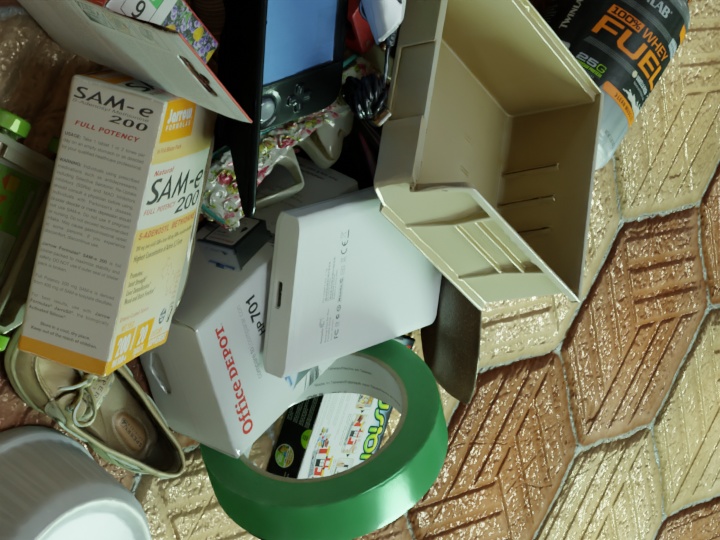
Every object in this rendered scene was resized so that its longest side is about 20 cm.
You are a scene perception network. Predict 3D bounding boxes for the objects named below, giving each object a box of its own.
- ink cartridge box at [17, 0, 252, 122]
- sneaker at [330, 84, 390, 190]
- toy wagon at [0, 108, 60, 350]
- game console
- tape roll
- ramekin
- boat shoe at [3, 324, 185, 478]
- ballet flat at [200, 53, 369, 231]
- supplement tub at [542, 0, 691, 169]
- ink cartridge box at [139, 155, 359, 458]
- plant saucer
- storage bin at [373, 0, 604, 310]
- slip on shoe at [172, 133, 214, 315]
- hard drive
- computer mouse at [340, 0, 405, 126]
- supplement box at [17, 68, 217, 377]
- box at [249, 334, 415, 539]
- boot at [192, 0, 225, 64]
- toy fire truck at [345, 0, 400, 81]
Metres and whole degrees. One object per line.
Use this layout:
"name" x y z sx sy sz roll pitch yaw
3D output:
"ink cartridge box" -0.153 -0.172 1.462 0.051 0.199 0.109 -57 143 -13
"sneaker" 0.002 -0.056 1.848 0.086 0.080 0.201 -21 121 -25
"toy wagon" -0.269 -0.036 1.524 0.200 0.039 0.156 28 85 -54
"game console" -0.044 -0.167 1.577 0.175 0.116 0.201 -23 133 -37
"tape roll" -0.030 0.133 1.784 0.200 0.200 0.048 -43 138 -29
"ramekin" -0.244 0.226 1.651 0.202 0.094 0.204 -27 128 -41
"boat shoe" -0.197 0.096 1.667 0.074 0.062 0.200 -58 143 -11
"ballet flat" -0.057 -0.096 1.732 0.200 0.064 0.076 -37 179 -26
"supplement tub" 0.218 -0.202 1.989 0.201 0.122 0.123 -58 143 -13
"ink cartridge box" -0.080 0.027 1.761 0.200 0.086 0.147 -46 139 -31
"plant saucer" 0.076 0.016 1.916 0.036 0.201 0.202 0 117 -4
"storage bin" 0.104 -0.103 1.760 0.199 0.093 0.201 43 48 -46
"slip on shoe" -0.152 -0.039 1.654 0.061 0.076 0.201 -16 117 -65
"hard drive" 0.000 0.000 1.758 0.199 0.026 0.133 -18 121 -50
"computer mouse" 0.012 -0.210 1.654 0.110 0.044 0.201 -101 -162 -77
"supplement box" -0.168 -0.039 1.555 0.126 0.073 0.201 -32 137 -71
"box" -0.024 0.145 1.939 0.110 0.035 0.201 10 100 -54
"boot" -0.045 -0.223 1.688 0.200 0.074 0.155 -39 136 -18
"toy fire truck" 0.046 -0.205 1.829 0.141 0.049 0.200 -55 143 -16
